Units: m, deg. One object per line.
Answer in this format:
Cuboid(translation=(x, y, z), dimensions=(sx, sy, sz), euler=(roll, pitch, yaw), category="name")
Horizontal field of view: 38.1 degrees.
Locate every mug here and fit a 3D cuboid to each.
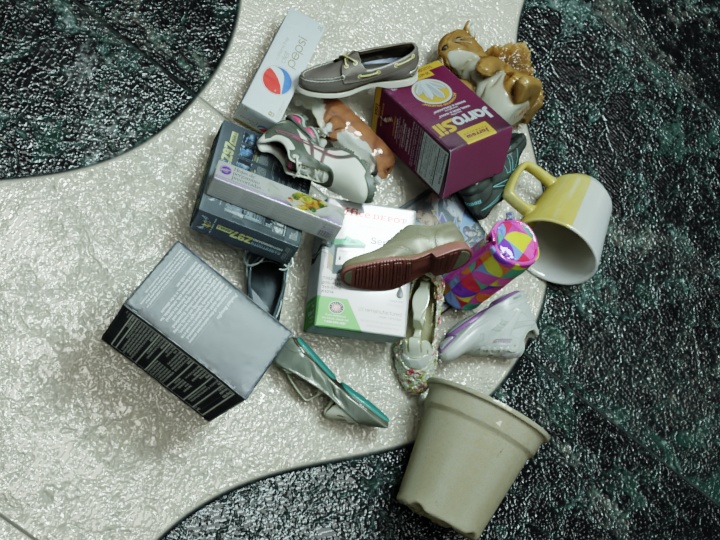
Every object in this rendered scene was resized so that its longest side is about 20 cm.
Cuboid(translation=(0.341, -0.094, 1.731), dimensions=(0.153, 0.149, 0.187), euler=(-57, 134, -33), category="mug")

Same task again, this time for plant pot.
Cuboid(translation=(0.149, 0.284, 1.531), dimensions=(0.200, 0.200, 0.184), euler=(31, 76, -11), category="plant pot")

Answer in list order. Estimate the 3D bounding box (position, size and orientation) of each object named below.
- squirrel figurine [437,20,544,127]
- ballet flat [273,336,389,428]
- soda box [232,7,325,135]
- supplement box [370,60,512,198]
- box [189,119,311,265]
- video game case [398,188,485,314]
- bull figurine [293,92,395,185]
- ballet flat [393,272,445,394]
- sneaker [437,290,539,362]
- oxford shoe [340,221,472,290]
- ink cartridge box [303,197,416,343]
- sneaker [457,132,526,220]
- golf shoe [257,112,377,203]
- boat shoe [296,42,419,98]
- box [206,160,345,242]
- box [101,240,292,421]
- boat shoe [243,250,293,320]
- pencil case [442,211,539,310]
Cuboid(translation=(0.217, -0.331, 1.778), dimensions=(0.187, 0.142, 0.200), euler=(48, 34, 17), category="squirrel figurine")
Cuboid(translation=(-0.047, 0.181, 1.550), dimensions=(0.200, 0.067, 0.064), euler=(42, 91, -5), category="ballet flat")
Cuboid(translation=(-0.129, -0.315, 1.658), dimensions=(0.068, 0.064, 0.200), euler=(28, 65, -11), category="soda box")
Cuboid(translation=(0.125, -0.228, 1.667), dimensions=(0.131, 0.103, 0.200), euler=(-24, 54, -27), category="supplement box")
Cuboid(translation=(-0.158, -0.119, 1.559), dimensions=(0.157, 0.051, 0.200), euler=(21, 46, -16), category="box")
Cuboid(translation=(0.119, -0.031, 1.692), dimensions=(0.200, 0.025, 0.181), euler=(-34, 88, -27), category="video game case")
Cuboid(translation=(-0.027, -0.212, 1.654), dimensions=(0.200, 0.065, 0.122), euler=(37, 42, -13), category="bull figurine")
Cuboid(translation=(0.087, 0.090, 1.601), dimensions=(0.075, 0.064, 0.201), euler=(4, 84, 11), category="ballet flat")
Cuboid(translation=(0.210, 0.106, 1.654), dimensions=(0.200, 0.075, 0.100), euler=(-27, 88, -32), category="sneaker")
Cuboid(translation=(0.060, -0.024, 1.537), dimensions=(0.199, 0.071, 0.075), euler=(-11, 56, -16), category="oxford shoe")
Cuboid(translation=(0.000, 0.000, 1.585), dimensions=(0.146, 0.084, 0.201), euler=(8, 78, -12), category="ink cartridge box")
Cuboid(translation=(0.225, -0.163, 1.757), dimensions=(0.200, 0.075, 0.079), euler=(-46, 122, -37), category="sneaker")
Cuboid(translation=(-0.065, -0.152, 1.554), dimensions=(0.200, 0.077, 0.088), euler=(37, 47, 23), category="golf shoe")
Cuboid(translation=(-0.003, -0.315, 1.626), dimensions=(0.199, 0.060, 0.072), euler=(-10, 46, -14), category="boat shoe")
Cuboid(translation=(-0.120, -0.099, 1.499), dimensions=(0.199, 0.041, 0.039), euler=(20, 47, -12), category="box")
Cuboid(translation=(-0.226, 0.088, 1.422), dimensions=(0.198, 0.200, 0.123), euler=(40, 64, -7), category="box")
Cuboid(translation=(-0.141, -0.003, 1.558), dimensions=(0.075, 0.062, 0.201), euler=(11, 69, -10), category="boat shoe")
Cuboid(translation=(0.193, -0.009, 1.591), dimensions=(0.088, 0.200, 0.089), euler=(9, 62, -17), category="pencil case")
